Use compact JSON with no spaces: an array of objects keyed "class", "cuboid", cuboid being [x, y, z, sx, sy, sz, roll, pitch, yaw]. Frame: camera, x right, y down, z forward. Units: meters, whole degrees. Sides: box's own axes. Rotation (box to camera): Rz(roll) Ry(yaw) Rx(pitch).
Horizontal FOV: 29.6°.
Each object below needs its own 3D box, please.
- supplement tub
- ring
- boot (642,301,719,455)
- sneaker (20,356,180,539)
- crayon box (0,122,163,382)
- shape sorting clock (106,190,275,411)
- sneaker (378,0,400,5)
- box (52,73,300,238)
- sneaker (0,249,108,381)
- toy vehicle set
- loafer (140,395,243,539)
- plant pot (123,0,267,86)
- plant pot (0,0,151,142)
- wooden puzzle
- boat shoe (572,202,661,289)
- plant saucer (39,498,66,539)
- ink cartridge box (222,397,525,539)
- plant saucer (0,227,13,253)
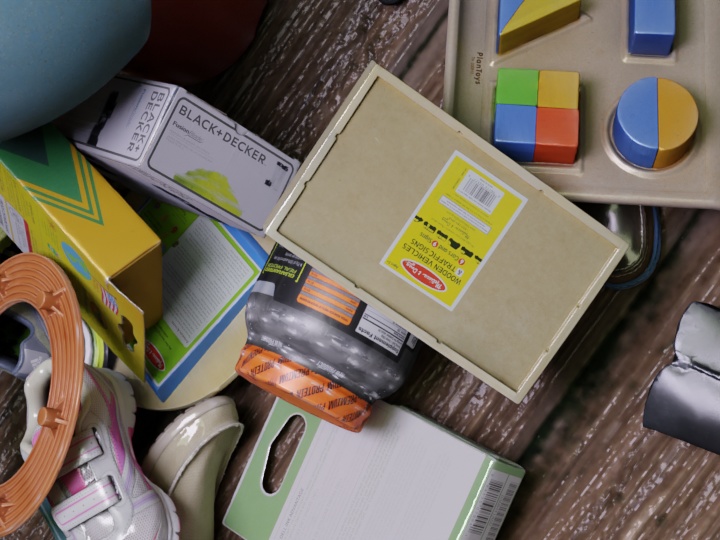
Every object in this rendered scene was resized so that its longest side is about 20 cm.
[{"class":"supplement tub","cuboid":[0.000,0.000,0.941,0.122,0.123,0.201,23,80,22]},{"class":"ring","cuboid":[-0.253,0.085,0.955,0.200,0.019,0.202,-18,65,46]},{"class":"boot","cuboid":[0.270,0.129,0.869,0.199,0.066,0.166,26,83,19]},{"class":"sneaker","cuboid":[-0.192,0.143,0.946,0.081,0.088,0.201,-35,55,9]},{"class":"crayon box","cuboid":[-0.202,-0.025,0.977,0.051,0.127,0.200,-38,75,-23]},{"class":"shape sorting clock","cuboid":[-0.138,0.010,1.052,0.199,0.039,0.202,-11,65,26]},{"class":"sneaker","cuboid":[0.068,-0.230,1.014,0.200,0.075,0.116,42,122,9]},{"class":"box","cuboid":[-0.148,-0.090,0.979,0.199,0.116,0.060,19,81,51]},{"class":"sneaker","cuboid":[-0.285,0.032,1.076,0.199,0.081,0.074,25,102,37]},{"class":"toy vehicle set","cuboid":[0.054,-0.022,0.852,0.199,0.027,0.125,34,97,-12]},{"class":"loafer","cuboid":[-0.136,0.185,1.017,0.068,0.076,0.201,34,104,21]},{"class":"plant pot","cuboid":[-0.173,-0.236,1.029,0.199,0.195,0.203,-3,80,21]},{"class":"plant pot","cuboid":[-0.204,-0.181,0.842,0.134,0.200,0.202,-10,75,-17]},{"class":"wooden puzzle","cuboid":[0.155,-0.135,0.896,0.198,0.046,0.187,5,68,0]},{"class":"boat shoe","cuboid":[0.151,-0.084,0.946,0.072,0.072,0.201,-22,75,15]},{"class":"plant saucer","cuboid":[-0.185,0.204,0.989,0.070,0.019,0.200,-54,51,18]},{"class":"ink cartridge box","cuboid":[0.004,0.164,0.979,0.199,0.048,0.146,24,90,42]},{"class":"plant saucer","cuboid":[-0.342,-0.061,1.104,0.199,0.048,0.200,25,51,22]}]
